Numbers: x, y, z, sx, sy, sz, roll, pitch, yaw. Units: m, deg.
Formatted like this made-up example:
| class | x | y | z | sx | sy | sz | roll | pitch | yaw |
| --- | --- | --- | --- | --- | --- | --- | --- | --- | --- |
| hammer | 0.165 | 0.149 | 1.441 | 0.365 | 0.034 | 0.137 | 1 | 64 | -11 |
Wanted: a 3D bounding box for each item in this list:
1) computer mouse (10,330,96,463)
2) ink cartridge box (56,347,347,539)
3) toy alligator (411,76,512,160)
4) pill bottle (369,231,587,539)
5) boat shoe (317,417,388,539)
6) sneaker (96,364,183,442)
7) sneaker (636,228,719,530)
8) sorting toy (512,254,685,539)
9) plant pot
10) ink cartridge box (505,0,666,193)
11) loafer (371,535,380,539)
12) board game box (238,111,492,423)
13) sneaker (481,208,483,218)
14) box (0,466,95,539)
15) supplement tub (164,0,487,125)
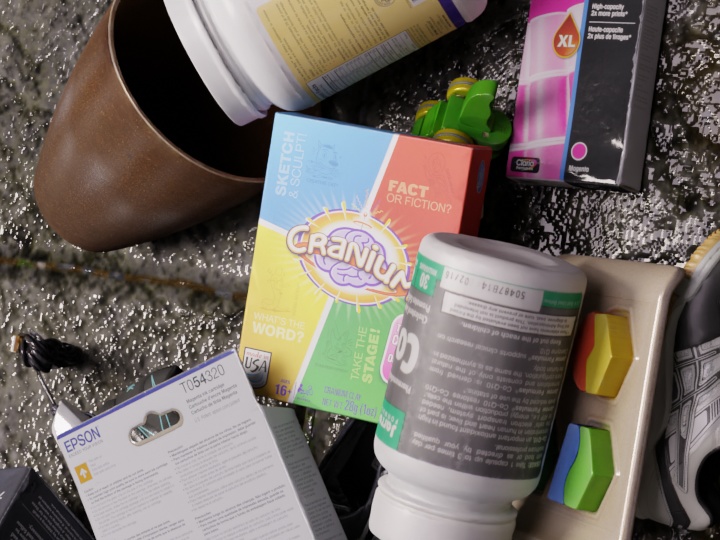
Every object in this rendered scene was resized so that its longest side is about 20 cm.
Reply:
| class | x | y | z | sx | sy | sz | roll | pitch | yaw |
| --- | --- | --- | --- | --- | --- | --- | --- | --- | --- |
| computer mouse | -0.211 | 0.134 | 1.751 | 0.044 | 0.110 | 0.200 | -28 | 77 | 0 |
| ink cartridge box | -0.108 | 0.176 | 1.589 | 0.196 | 0.043 | 0.200 | -26 | 82 | 36 |
| toy alligator | 0.055 | -0.083 | 1.606 | 0.200 | 0.054 | 0.059 | -34 | 32 | 51 |
| pill bottle | 0.073 | 0.084 | 1.453 | 0.113 | 0.113 | 0.200 | 18 | 100 | 36 |
| boat shoe | -0.013 | 0.172 | 1.604 | 0.072 | 0.068 | 0.200 | 39 | 105 | 33 |
| sneaker | -0.126 | 0.160 | 1.684 | 0.079 | 0.075 | 0.200 | -40 | 68 | 11 |
| sneaker | 0.232 | 0.074 | 1.452 | 0.088 | 0.076 | 0.200 | 22 | 102 | 25 |
| sorting toy | 0.140 | 0.087 | 1.474 | 0.185 | 0.036 | 0.200 | -171 | 95 | -69 |
| plant pot | -0.162 | -0.101 | 1.706 | 0.200 | 0.187 | 0.187 | -39 | 61 | 42 |
| ink cartridge box | 0.162 | -0.157 | 1.554 | 0.095 | 0.037 | 0.201 | 6 | 84 | 37 |
| loafer | 0.021 | 0.227 | 1.581 | 0.200 | 0.072 | 0.063 | -58 | 37 | 6 |
| board game box | 0.000 | 0.000 | 1.545 | 0.153 | 0.040 | 0.201 | 11 | 97 | 22 |
| sneaker | 0.011 | 0.011 | 1.606 | 0.200 | 0.077 | 0.111 | -17 | 67 | 37 |
| box | -0.322 | 0.263 | 1.732 | 0.148 | 0.104 | 0.200 | -7 | 42 | 36 |
| supplement tub | -0.026 | -0.202 | 1.572 | 0.200 | 0.145 | 0.146 | -27 | 66 | 9 |
